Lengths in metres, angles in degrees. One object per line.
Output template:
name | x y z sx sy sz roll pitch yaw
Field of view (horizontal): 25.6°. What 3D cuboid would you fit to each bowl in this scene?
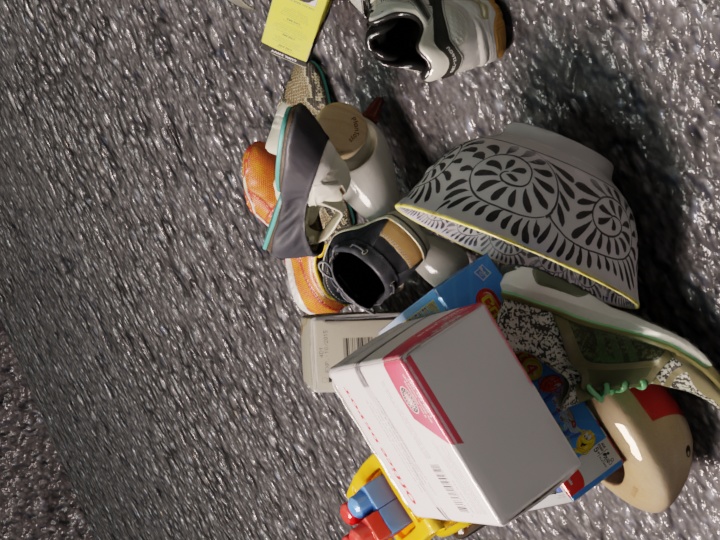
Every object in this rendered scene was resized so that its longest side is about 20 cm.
bowl | 0.134 -0.052 1.196 0.199 0.095 0.201 23 179 1

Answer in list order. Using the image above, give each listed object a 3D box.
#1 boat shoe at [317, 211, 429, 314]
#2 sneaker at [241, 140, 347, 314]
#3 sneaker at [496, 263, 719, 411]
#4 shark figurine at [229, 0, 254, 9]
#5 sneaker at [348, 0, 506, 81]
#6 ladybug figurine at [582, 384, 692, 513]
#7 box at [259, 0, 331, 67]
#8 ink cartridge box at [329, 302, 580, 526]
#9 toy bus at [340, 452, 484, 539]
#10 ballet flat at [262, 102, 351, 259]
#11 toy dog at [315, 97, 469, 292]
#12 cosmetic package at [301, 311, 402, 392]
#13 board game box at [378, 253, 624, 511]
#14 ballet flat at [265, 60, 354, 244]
boat shoe | 0.000 0.000 1.433 0.075 0.062 0.200 46 159 -6
sneaker | -0.060 -0.050 1.680 0.077 0.073 0.201 -21 101 44
sneaker | 0.183 0.071 1.202 0.199 0.089 0.077 25 177 2
shark figurine | -0.138 -0.301 1.370 0.215 0.127 0.090 -108 40 -71
sneaker | 0.029 -0.212 1.287 0.200 0.087 0.076 35 146 49
ladybug figurine | 0.199 0.105 1.288 0.200 0.072 0.136 50 162 24
box | -0.041 -0.260 1.368 0.050 0.076 0.200 23 154 -2
ink cartridge box | 0.066 0.112 1.213 0.146 0.084 0.200 59 161 -3
toy bus | 0.052 0.222 1.571 0.136 0.191 0.200 55 157 10
ballet flat | -0.043 -0.073 1.394 0.073 0.073 0.201 51 154 22
toy dog | 0.032 -0.081 1.448 0.201 0.096 0.132 54 156 -18
cosmetic package | -0.004 0.077 1.548 0.200 0.104 0.072 171 97 -84
board game box | 0.110 0.102 1.311 0.197 0.056 0.200 57 163 3
ballet flat | -0.056 -0.108 1.578 0.068 0.075 0.201 34 143 48
